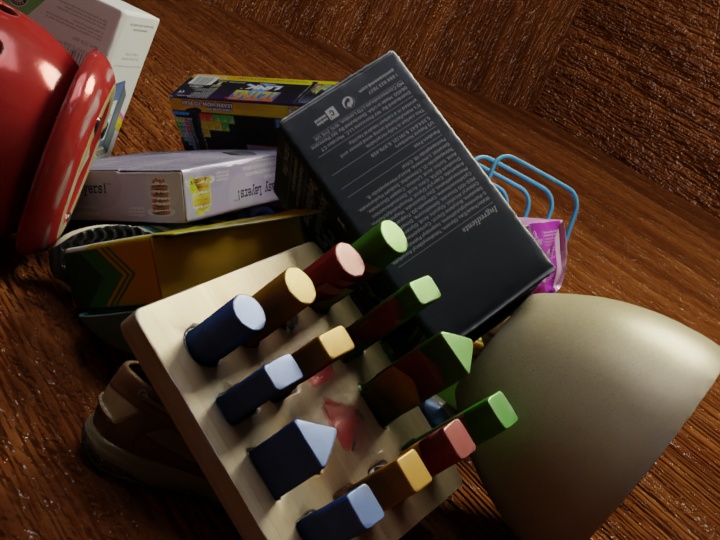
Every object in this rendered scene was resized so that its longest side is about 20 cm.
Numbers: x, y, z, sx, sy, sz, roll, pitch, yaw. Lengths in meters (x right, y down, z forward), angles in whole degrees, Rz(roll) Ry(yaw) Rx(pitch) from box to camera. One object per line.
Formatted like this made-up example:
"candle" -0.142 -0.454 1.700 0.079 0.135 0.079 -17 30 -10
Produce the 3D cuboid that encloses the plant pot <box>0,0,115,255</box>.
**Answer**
"plant pot" -0.307 -0.116 0.999 0.181 0.201 0.201 22 15 -9

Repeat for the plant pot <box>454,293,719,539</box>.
"plant pot" 0.147 0.094 0.891 0.134 0.201 0.200 39 18 9

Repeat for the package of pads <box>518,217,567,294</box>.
"package of pads" 0.085 -0.013 1.173 0.199 0.076 0.120 1 5 29

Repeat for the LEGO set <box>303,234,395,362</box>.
"LEGO set" 0.000 0.000 1.100 0.153 0.202 0.116 2 10 12

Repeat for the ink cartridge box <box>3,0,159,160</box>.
"ink cartridge box" -0.309 -0.188 1.234 0.145 0.201 0.087 25 12 11

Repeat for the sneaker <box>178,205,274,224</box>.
"sneaker" -0.112 -0.034 1.226 0.075 0.079 0.200 9 21 -44

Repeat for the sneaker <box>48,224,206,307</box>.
"sneaker" -0.187 -0.005 1.079 0.199 0.071 0.093 -6 0 -38

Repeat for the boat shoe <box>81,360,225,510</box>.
"boat shoe" -0.076 0.111 0.800 0.199 0.074 0.076 18 16 -19

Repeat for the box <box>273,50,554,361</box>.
"box" 0.032 -0.034 0.933 0.200 0.107 0.149 53 -13 9

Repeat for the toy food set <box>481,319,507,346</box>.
"toy food set" 0.195 0.062 1.129 0.198 0.049 0.198 11 10 -2

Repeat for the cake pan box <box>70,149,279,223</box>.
"cake pan box" -0.189 -0.083 1.169 0.199 0.053 0.184 2 10 28

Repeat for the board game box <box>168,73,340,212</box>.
"board game box" -0.083 -0.110 1.256 0.199 0.166 0.057 8 37 30

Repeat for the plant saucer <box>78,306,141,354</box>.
"plant saucer" -0.113 0.033 0.946 0.198 0.036 0.200 -9 3 0

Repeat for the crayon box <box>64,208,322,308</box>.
"crayon box" -0.128 -0.008 0.937 0.126 0.051 0.200 -11 3 -33

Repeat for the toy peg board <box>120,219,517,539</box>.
"toy peg board" -0.009 0.069 0.769 0.201 0.098 0.199 58 33 6

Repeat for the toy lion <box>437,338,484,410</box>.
"toy lion" 0.099 0.088 1.173 0.191 0.069 0.200 24 14 29

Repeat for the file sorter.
"file sorter" 0.136 -0.058 1.437 0.138 0.123 0.200 25 -8 -27

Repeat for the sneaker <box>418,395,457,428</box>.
"sneaker" -0.029 0.102 0.886 0.199 0.077 0.111 21 9 10
